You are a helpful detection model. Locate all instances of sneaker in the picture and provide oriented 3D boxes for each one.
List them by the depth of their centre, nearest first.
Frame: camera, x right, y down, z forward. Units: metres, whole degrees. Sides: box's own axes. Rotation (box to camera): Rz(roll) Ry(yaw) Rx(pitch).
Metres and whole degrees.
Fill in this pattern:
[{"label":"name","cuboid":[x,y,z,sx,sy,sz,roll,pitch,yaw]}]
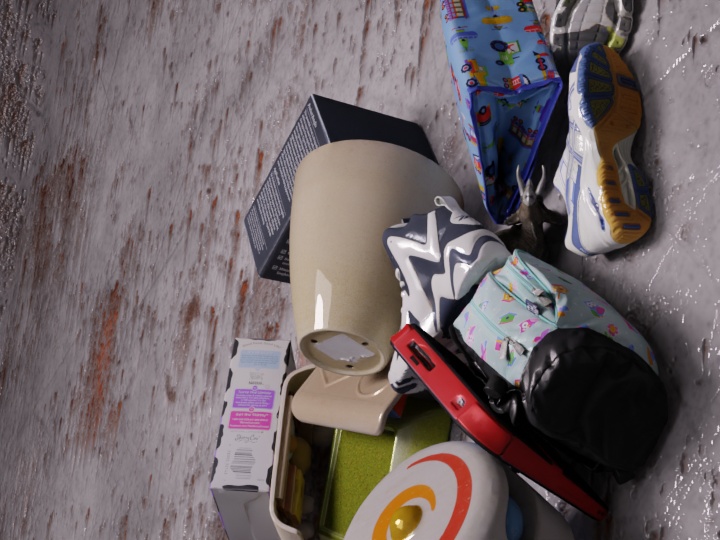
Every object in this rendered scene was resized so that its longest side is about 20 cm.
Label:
[{"label":"sneaker","cuboid":[0.207,-0.110,1.227,0.088,0.075,0.201,-33,50,54]},{"label":"sneaker","cuboid":[0.224,-0.276,1.287,0.085,0.074,0.201,-95,16,-82]},{"label":"sneaker","cuboid":[0.063,0.015,1.303,0.130,0.079,0.200,59,142,38]}]

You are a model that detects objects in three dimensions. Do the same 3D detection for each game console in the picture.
[{"label":"game console","cuboid":[0.118,0.132,1.190,0.031,0.177,0.200,-47,33,4]}]

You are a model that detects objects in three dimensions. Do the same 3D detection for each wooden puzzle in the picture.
[{"label":"wooden puzzle","cuboid":[0.031,0.091,1.452,0.200,0.046,0.185,-56,26,-20]}]

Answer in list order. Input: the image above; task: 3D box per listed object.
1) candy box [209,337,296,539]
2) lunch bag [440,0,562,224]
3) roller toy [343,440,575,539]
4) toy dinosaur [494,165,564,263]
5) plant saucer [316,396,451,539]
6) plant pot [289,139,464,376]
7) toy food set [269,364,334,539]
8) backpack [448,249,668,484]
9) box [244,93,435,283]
[{"label":"candy box","cuboid":[-0.118,0.207,1.591,0.168,0.071,0.201,83,-169,-54]},{"label":"lunch bag","cuboid":[0.131,-0.155,1.340,0.200,0.094,0.151,90,172,-48]},{"label":"roller toy","cuboid":[0.075,0.243,1.132,0.183,0.140,0.200,-54,25,-15]},{"label":"toy dinosaur","cuboid":[0.144,-0.005,1.326,0.200,0.077,0.103,131,154,-50]},{"label":"plant saucer","cuboid":[0.014,0.233,1.474,0.200,0.048,0.201,2,80,62]},{"label":"plant pot","cuboid":[0.000,0.000,1.396,0.187,0.187,0.201,-37,32,51]},{"label":"toy food set","cuboid":[-0.059,0.226,1.539,0.144,0.060,0.201,80,-167,-63]},{"label":"backpack","cuboid":[0.168,0.072,1.162,0.127,0.167,0.200,-49,30,5]},{"label":"box","cuboid":[-0.025,-0.083,1.570,0.200,0.148,0.107,-58,34,32]}]
